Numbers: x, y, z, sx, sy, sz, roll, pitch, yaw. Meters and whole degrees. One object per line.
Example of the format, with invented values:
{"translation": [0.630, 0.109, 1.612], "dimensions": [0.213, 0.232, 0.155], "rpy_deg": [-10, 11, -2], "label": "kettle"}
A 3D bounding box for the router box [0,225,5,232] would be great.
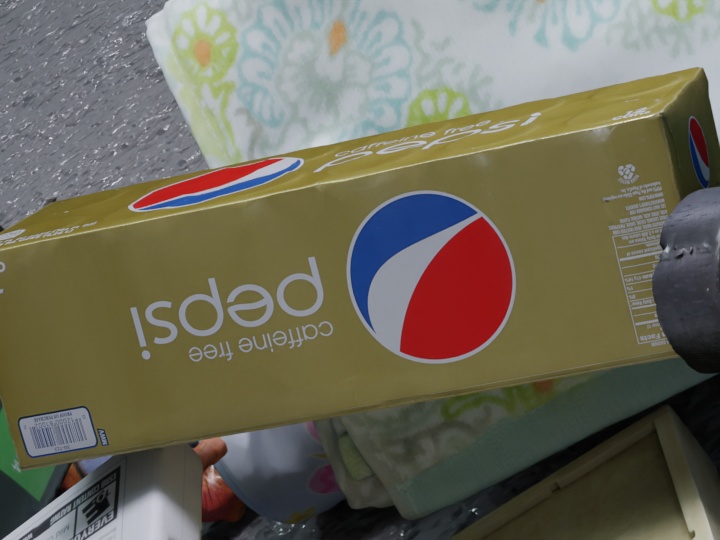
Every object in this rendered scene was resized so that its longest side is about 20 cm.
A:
{"translation": [-0.210, 0.066, 0.915], "dimensions": [0.150, 0.062, 0.200], "rpy_deg": [-38, 17, 38], "label": "router box"}

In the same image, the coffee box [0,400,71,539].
{"translation": [-0.162, 0.097, 0.910], "dimensions": [0.200, 0.044, 0.123], "rpy_deg": [-41, 17, 35], "label": "coffee box"}

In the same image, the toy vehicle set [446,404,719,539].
{"translation": [0.047, 0.121, 0.699], "dimensions": [0.124, 0.027, 0.200], "rpy_deg": [-33, 23, 12], "label": "toy vehicle set"}

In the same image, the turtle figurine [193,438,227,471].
{"translation": [-0.083, 0.147, 0.796], "dimensions": [0.161, 0.064, 0.201], "rpy_deg": [-35, 30, 26], "label": "turtle figurine"}

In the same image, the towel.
{"translation": [0.052, -0.041, 0.792], "dimensions": [0.199, 0.172, 0.048], "rpy_deg": [-27, -5, 18], "label": "towel"}

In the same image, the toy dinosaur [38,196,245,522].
{"translation": [-0.091, 0.061, 1.013], "dimensions": [0.182, 0.104, 0.201], "rpy_deg": [-105, 32, -53], "label": "toy dinosaur"}

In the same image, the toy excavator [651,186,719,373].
{"translation": [0.186, -0.049, 0.704], "dimensions": [0.100, 0.194, 0.201], "rpy_deg": [-5, 66, 53], "label": "toy excavator"}

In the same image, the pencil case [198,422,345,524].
{"translation": [0.034, 0.002, 0.867], "dimensions": [0.199, 0.091, 0.083], "rpy_deg": [-31, 41, 18], "label": "pencil case"}

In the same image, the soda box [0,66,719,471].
{"translation": [0.000, 0.000, 0.747], "dimensions": [0.199, 0.064, 0.068], "rpy_deg": [-10, 11, 19], "label": "soda box"}

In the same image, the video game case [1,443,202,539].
{"translation": [-0.120, 0.155, 0.743], "dimensions": [0.200, 0.024, 0.183], "rpy_deg": [-37, 29, 21], "label": "video game case"}
